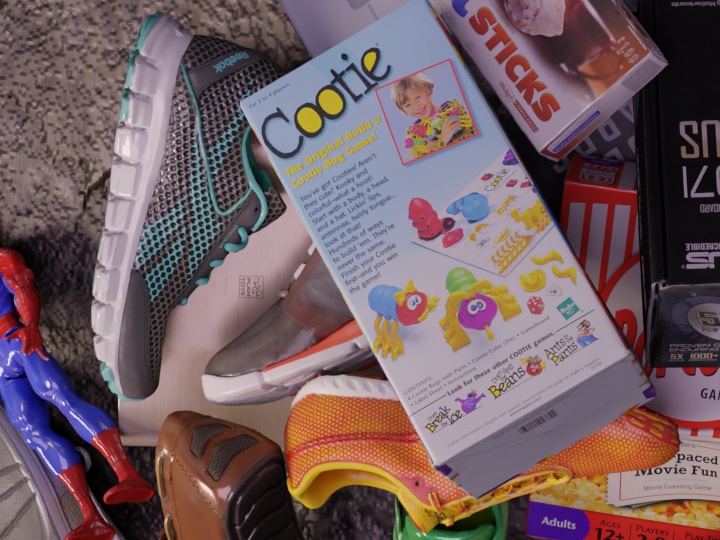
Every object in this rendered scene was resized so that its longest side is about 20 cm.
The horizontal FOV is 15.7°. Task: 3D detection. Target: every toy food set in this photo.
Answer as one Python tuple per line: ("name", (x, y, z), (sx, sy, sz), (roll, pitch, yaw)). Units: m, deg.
("toy food set", (-0.055, 0.001, 1.389), (0.143, 0.060, 0.200), (1, 105, 2))

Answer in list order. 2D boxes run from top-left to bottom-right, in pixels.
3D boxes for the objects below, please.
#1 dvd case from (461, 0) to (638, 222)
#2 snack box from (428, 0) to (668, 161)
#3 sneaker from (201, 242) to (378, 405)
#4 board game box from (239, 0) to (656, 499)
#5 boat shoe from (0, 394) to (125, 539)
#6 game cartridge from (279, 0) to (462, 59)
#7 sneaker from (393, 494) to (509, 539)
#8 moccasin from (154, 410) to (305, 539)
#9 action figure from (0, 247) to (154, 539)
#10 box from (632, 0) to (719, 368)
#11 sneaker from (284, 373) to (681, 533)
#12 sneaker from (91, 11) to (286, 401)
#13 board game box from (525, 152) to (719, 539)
("dvd case", (0.115, -0.109, 1.331), (0.150, 0.025, 0.200), (-32, 93, 19))
("snack box", (0.063, -0.149, 1.246), (0.072, 0.024, 0.200), (-42, 63, 17))
("sneaker", (0.000, 0.000, 1.330), (0.200, 0.077, 0.082), (-29, 79, 5))
("board game box", (0.042, -0.009, 1.230), (0.105, 0.103, 0.200), (-30, 72, 5))
("boat shoe", (-0.161, 0.154, 1.448), (0.074, 0.065, 0.202), (-36, 87, 38))
("game cartridge", (0.043, -0.184, 1.302), (0.200, 0.040, 0.134), (-35, 68, 19))
("sneaker", (0.042, 0.158, 1.352), (0.074, 0.084, 0.200), (-1, 79, 13))
("moccasin", (-0.075, 0.146, 1.379), (0.078, 0.202, 0.074), (32, 65, 27))
("action figure", (-0.182, 0.052, 1.401), (0.065, 0.052, 0.200), (-50, 59, 33))
("box", (0.230, -0.044, 1.224), (0.200, 0.086, 0.164), (0, 61, 3))
("sneaker", (0.061, 0.094, 1.294), (0.200, 0.073, 0.077), (-2, 70, 18))
("sneaker", (-0.084, -0.025, 1.316), (0.091, 0.078, 0.200), (10, 106, -4))
("board game box", (0.169, 0.049, 1.329), (0.151, 0.046, 0.200), (7, 112, 8))
